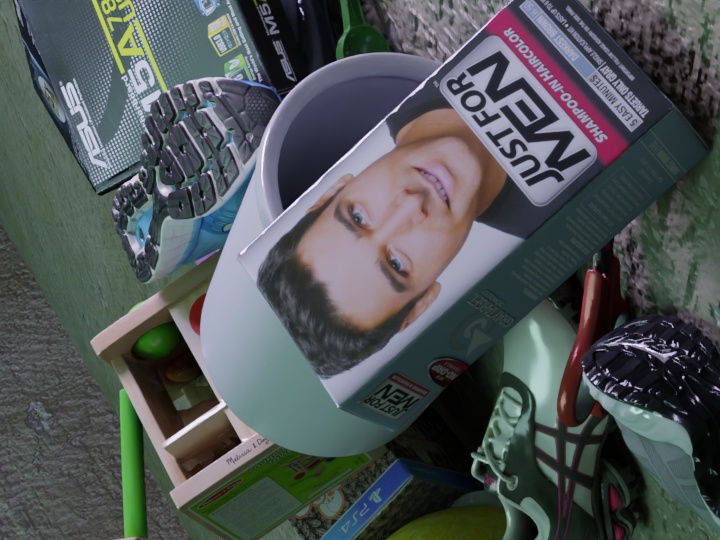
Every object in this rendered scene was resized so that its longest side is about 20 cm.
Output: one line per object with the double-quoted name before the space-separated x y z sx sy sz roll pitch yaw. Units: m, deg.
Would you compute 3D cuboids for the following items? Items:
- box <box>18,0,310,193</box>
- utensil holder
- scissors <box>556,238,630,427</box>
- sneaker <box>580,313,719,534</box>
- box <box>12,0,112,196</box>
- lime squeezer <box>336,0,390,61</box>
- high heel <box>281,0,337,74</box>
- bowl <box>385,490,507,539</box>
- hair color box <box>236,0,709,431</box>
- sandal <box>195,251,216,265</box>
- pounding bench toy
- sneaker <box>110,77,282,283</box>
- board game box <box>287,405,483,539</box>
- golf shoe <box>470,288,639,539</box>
"box" -0.141 -0.175 1.062 0.193 0.047 0.201 -21 91 40
"utensil holder" 0.000 0.000 0.948 0.170 0.169 0.200 58 151 15
"scissors" 0.129 -0.009 0.860 0.014 0.073 0.201 16 114 31
"sneaker" 0.184 0.093 0.791 0.080 0.074 0.200 62 173 -31
"box" -0.286 -0.204 1.726 0.164 0.086 0.200 57 163 23
"lime squeezer" 0.023 -0.128 1.007 0.071 0.038 0.200 -49 64 38
"high heel" -0.064 -0.086 1.111 0.200 0.071 0.143 -52 41 46
"bowl" 0.093 0.221 1.147 0.201 0.199 0.108 82 -162 -49
"hair color box" 0.050 -0.030 0.758 0.099 0.200 0.061 53 -168 29
"sandal" -0.141 -0.080 1.157 0.082 0.050 0.204 13 126 50
"pounding bench toy" -0.115 0.099 1.110 0.156 0.200 0.124 57 -178 26
"sneaker" -0.088 -0.065 1.018 0.200 0.090 0.079 -42 69 56
"board game box" -0.010 0.127 1.238 0.200 0.097 0.159 50 -166 30
"golf shoe" 0.109 0.095 0.979 0.077 0.088 0.201 35 145 61
